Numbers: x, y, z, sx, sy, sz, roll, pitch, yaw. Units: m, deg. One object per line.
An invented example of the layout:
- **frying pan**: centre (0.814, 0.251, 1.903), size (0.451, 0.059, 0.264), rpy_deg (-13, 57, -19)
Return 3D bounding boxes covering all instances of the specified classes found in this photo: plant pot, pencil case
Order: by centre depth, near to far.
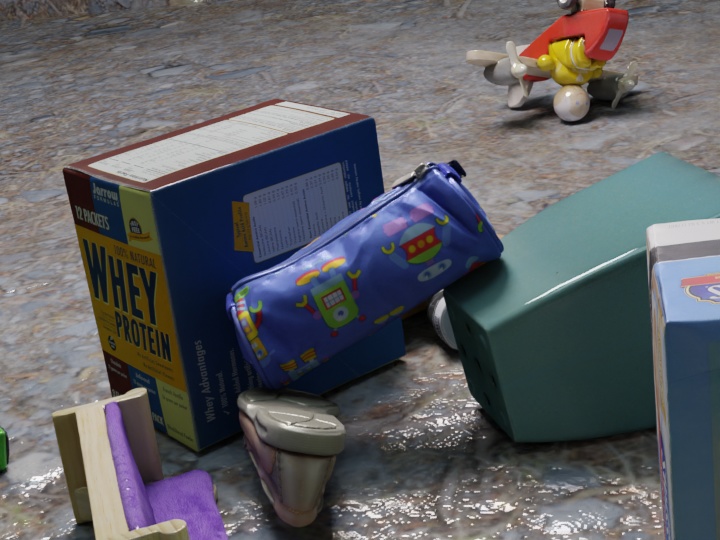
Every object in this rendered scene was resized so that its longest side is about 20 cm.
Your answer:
- **pencil case**: centre (0.000, 0.000, 0.946), size (0.199, 0.087, 0.078), rpy_deg (-32, 21, 0)
- **plant pot**: centre (0.170, 0.029, 0.962), size (0.198, 0.142, 0.141), rpy_deg (-20, 22, -11)

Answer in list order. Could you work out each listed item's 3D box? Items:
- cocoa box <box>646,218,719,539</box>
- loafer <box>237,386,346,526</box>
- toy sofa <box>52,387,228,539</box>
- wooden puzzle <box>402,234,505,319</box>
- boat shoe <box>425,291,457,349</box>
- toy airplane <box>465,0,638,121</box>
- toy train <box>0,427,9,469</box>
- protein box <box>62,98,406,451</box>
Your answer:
- **cocoa box**: centre (0.217, 0.086, 0.694), size (0.132, 0.202, 0.131), rpy_deg (-4, 21, 11)
- **loafer**: centre (-0.049, 0.118, 0.908), size (0.071, 0.064, 0.200), rpy_deg (8, 1, -6)
- **toy sofa**: centre (-0.127, 0.147, 0.833), size (0.097, 0.084, 0.200), rpy_deg (-13, 21, -11)
- **wooden puzzle**: centre (0.038, 0.002, 1.227), size (0.184, 0.038, 0.199), rpy_deg (-23, 17, -34)
- **boat shoe**: centre (0.147, 0.007, 1.120), size (0.198, 0.074, 0.068), rpy_deg (-27, 17, -6)
- **toy airplane**: centre (0.240, -0.245, 1.697), size (0.198, 0.142, 0.199), rpy_deg (-13, -19, 11)
- **toy train**: centre (-0.323, 0.112, 1.066), size (0.056, 0.042, 0.200), rpy_deg (-8, 18, -31)
- **protein box**: centre (-0.092, -0.005, 1.054), size (0.199, 0.200, 0.134), rpy_deg (-22, 24, -33)
